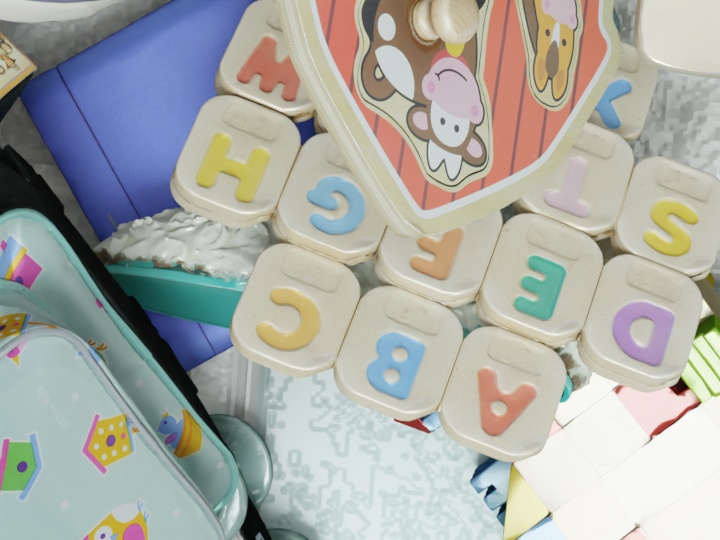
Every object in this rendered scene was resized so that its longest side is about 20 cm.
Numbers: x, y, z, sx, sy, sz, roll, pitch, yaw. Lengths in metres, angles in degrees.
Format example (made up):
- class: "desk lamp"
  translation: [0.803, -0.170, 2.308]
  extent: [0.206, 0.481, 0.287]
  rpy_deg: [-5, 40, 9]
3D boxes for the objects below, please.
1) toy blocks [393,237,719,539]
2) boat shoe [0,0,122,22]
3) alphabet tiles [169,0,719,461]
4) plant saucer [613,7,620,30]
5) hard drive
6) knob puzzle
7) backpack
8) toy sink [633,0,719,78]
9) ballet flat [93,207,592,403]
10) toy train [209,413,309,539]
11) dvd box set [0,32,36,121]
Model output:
- class: "toy blocks"
  translation: [0.103, 0.073, 0.971]
  extent: [0.137, 0.100, 0.200]
  rpy_deg: [-38, 93, 13]
- class: "boat shoe"
  translation: [-0.064, -0.150, 0.879]
  extent: [0.199, 0.093, 0.075]
  rpy_deg: [-14, 73, -21]
- class: "alphabet tiles"
  translation: [0.036, -0.030, 0.891]
  extent: [0.199, 0.015, 0.196]
  rpy_deg: [22, 56, 0]
- class: "plant saucer"
  translation: [0.002, -0.090, 0.988]
  extent: [0.199, 0.019, 0.070]
  rpy_deg: [-23, 93, -1]
- class: "hard drive"
  translation: [-0.018, -0.064, 0.967]
  extent: [0.199, 0.025, 0.132]
  rpy_deg: [-29, 94, 1]
- class: "knob puzzle"
  translation: [0.039, -0.109, 0.848]
  extent: [0.030, 0.219, 0.221]
  rpy_deg: [-4, 95, 41]
- class: "backpack"
  translation: [-0.157, 0.078, 0.842]
  extent: [0.200, 0.153, 0.176]
  rpy_deg: [-34, 130, -1]
- class: "toy sink"
  translation: [0.172, -0.166, 0.940]
  extent: [0.130, 0.112, 0.201]
  rpy_deg: [5, 88, -1]
- class: "ballet flat"
  translation: [0.000, 0.000, 0.925]
  extent: [0.199, 0.072, 0.072]
  rpy_deg: [13, 93, 9]
- class: "toy train"
  translation: [-0.068, 0.147, 0.971]
  extent: [0.114, 0.085, 0.201]
  rpy_deg: [-27, 93, 10]
- class: "dvd box set"
  translation: [-0.231, -0.100, 0.929]
  extent: [0.200, 0.029, 0.146]
  rpy_deg: [44, 135, -1]
